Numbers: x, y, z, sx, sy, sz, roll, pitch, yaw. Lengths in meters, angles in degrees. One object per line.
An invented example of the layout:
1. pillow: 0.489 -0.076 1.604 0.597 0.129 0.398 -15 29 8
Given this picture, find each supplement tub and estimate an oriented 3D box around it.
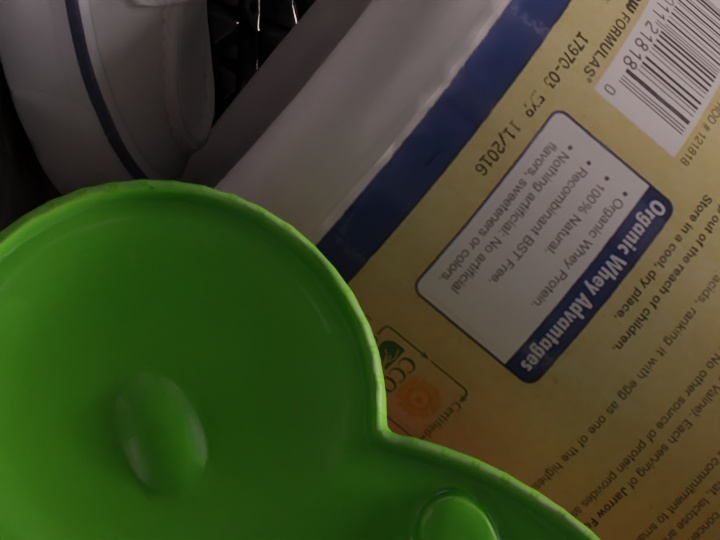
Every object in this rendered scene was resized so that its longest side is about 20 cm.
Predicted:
1. supplement tub: 0.063 0.017 0.629 0.145 0.200 0.144 -49 -172 9

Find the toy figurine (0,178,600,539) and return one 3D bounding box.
1. toy figurine: -0.028 0.105 0.581 0.184 0.149 0.201 112 -43 -69

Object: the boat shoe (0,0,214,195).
1. boat shoe: -0.039 -0.085 0.561 0.201 0.065 0.074 83 9 -53

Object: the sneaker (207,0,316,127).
1. sneaker: -0.025 -0.097 0.732 0.083 0.071 0.201 -96 -164 -77
